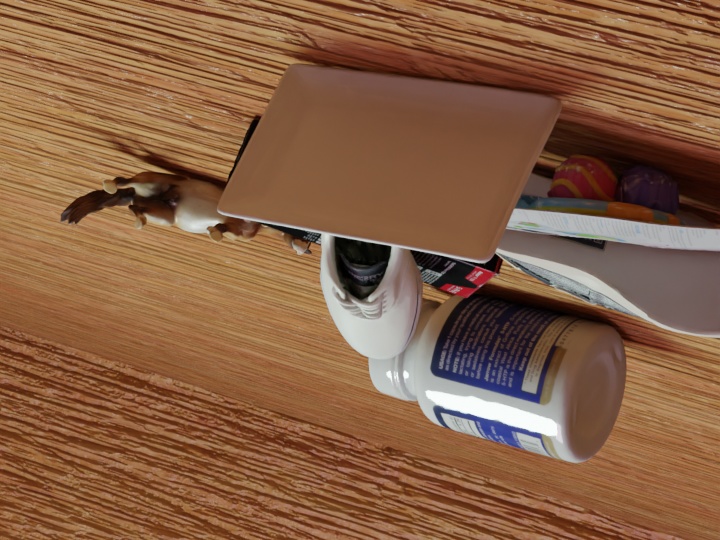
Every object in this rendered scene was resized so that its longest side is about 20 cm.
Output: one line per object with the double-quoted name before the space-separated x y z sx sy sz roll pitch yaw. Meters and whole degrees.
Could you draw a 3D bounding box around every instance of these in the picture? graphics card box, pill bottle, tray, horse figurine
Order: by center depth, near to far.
"tray" 0.017 -0.060 1.183 0.200 0.108 0.022 11 156 38
"graphics card box" 0.002 -0.042 1.491 0.200 0.051 0.125 19 170 -4
"horse figurine" -0.138 -0.048 1.694 0.199 0.050 0.133 10 -173 5
"pill bottle" 0.114 0.084 1.769 0.200 0.120 0.120 14 169 30

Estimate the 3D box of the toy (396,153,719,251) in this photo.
"toy" 0.129 -0.043 1.220 0.199 0.047 0.115 3 176 11

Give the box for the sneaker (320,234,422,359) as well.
"sneaker" 0.000 0.000 1.407 0.073 0.071 0.200 5 137 12

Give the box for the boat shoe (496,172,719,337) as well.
"boat shoe" 0.167 -0.010 1.325 0.200 0.075 0.093 24 179 16
